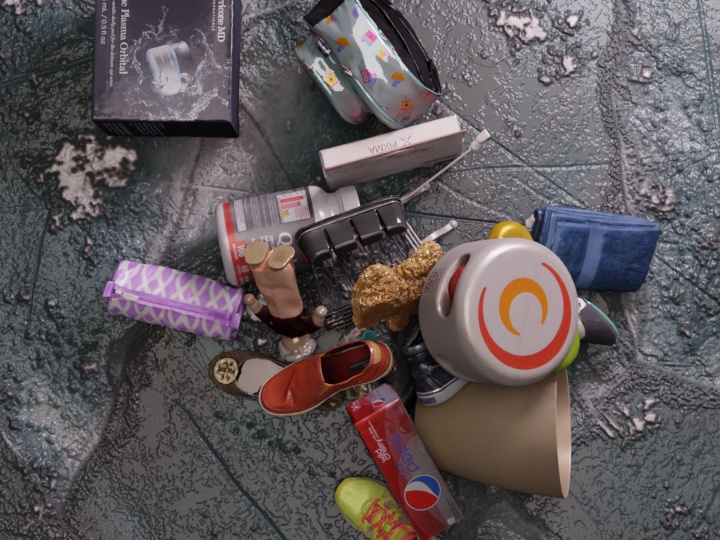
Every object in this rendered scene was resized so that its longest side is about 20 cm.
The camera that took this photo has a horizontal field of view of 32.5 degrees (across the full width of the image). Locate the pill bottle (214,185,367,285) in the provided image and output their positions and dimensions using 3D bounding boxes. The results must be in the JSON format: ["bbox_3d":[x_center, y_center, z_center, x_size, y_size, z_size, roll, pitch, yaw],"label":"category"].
[{"bbox_3d":[-0.096,-0.054,1.717,0.197,0.116,0.117,-12,86,-2],"label":"pill bottle"}]

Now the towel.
[{"bbox_3d":[0.316,-0.027,1.692,0.198,0.048,0.113,5,107,-28],"label":"towel"}]

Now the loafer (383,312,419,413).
[{"bbox_3d":[0.053,0.138,1.704,0.072,0.073,0.201,22,56,8],"label":"loafer"}]

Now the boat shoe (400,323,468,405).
[{"bbox_3d":[0.135,0.093,1.675,0.200,0.070,0.092,-37,112,-41],"label":"boat shoe"}]

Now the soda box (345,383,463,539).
[{"bbox_3d":[0.058,0.251,1.617,0.069,0.063,0.201,-29,109,-3],"label":"soda box"}]

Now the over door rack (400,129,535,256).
[{"bbox_3d":[0.145,-0.078,1.732,0.199,0.067,0.148,-37,85,19],"label":"over door rack"}]

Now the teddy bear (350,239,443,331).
[{"bbox_3d":[0.072,0.019,1.658,0.198,0.146,0.067,-19,59,-12],"label":"teddy bear"}]

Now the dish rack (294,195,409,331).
[{"bbox_3d":[0.000,0.000,1.688,0.152,0.201,0.055,-19,53,-7],"label":"dish rack"}]

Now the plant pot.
[{"bbox_3d":[0.178,0.211,1.677,0.197,0.187,0.190,-2,85,15],"label":"plant pot"}]

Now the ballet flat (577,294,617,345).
[{"bbox_3d":[0.266,0.049,1.725,0.200,0.073,0.073,43,87,8],"label":"ballet flat"}]

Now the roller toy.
[{"bbox_3d":[0.172,0.051,1.580,0.181,0.139,0.202,-20,97,-24],"label":"roller toy"}]

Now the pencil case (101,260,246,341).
[{"bbox_3d":[-0.258,0.042,1.730,0.197,0.086,0.085,11,88,1],"label":"pencil case"}]

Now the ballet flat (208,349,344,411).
[{"bbox_3d":[-0.118,0.157,1.737,0.197,0.046,0.068,15,85,2],"label":"ballet flat"}]

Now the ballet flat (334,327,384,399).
[{"bbox_3d":[0.014,0.180,1.732,0.063,0.075,0.202,-21,80,30],"label":"ballet flat"}]

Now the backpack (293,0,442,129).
[{"bbox_3d":[0.015,-0.284,1.707,0.200,0.176,0.153,45,103,6],"label":"backpack"}]

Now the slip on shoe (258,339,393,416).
[{"bbox_3d":[-0.053,0.141,1.673,0.198,0.061,0.075,-21,65,16],"label":"slip on shoe"}]

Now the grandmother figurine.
[{"bbox_3d":[-0.099,0.052,1.685,0.120,0.201,0.061,17,50,28],"label":"grandmother figurine"}]

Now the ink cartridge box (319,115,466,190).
[{"bbox_3d":[0.043,-0.167,1.694,0.197,0.176,0.045,-15,83,0],"label":"ink cartridge box"}]

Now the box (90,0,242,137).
[{"bbox_3d":[-0.269,-0.295,1.740,0.197,0.117,0.200,1,86,0],"label":"box"}]

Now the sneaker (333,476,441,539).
[{"bbox_3d":[0.048,0.354,1.698,0.199,0.090,0.079,37,89,5],"label":"sneaker"}]
